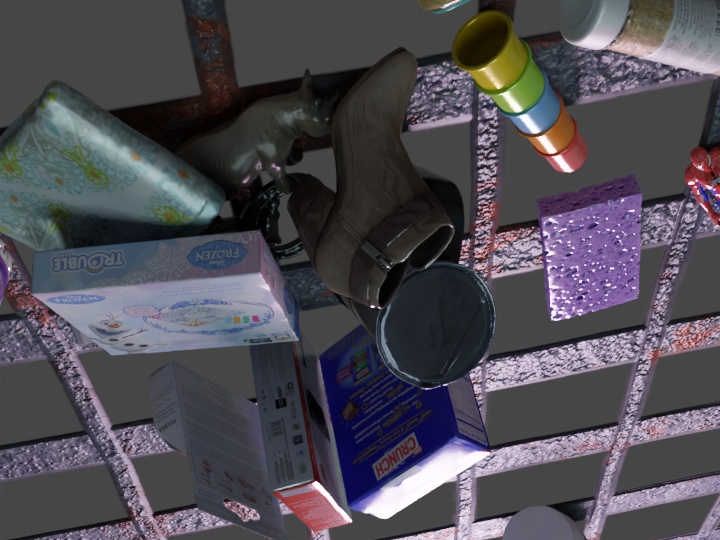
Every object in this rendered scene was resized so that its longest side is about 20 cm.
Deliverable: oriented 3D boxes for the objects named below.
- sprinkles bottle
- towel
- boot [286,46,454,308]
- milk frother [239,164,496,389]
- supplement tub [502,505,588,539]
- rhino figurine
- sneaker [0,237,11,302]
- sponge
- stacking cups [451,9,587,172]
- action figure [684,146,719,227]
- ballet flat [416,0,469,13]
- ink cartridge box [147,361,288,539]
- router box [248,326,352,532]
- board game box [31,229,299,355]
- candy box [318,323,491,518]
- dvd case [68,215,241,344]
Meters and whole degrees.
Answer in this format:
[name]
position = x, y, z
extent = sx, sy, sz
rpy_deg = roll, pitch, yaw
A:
[sprinkles bottle]
position = 0.269, -0.211, 0.853
extent = 0.196, 0.069, 0.069
rpy_deg = 7, 138, -23
[towel]
position = -0.235, -0.064, 0.853
extent = 0.170, 0.049, 0.199
rpy_deg = 31, 141, -30
[boot]
position = 0.026, -0.072, 0.837
extent = 0.202, 0.146, 0.070
rpy_deg = -56, 145, 9
[milk frother]
position = 0.000, 0.000, 0.933
extent = 0.196, 0.188, 0.184
rpy_deg = -13, 110, -12
[supplement tub]
position = 0.326, 0.491, 1.676
extent = 0.138, 0.142, 0.200
rpy_deg = -23, 141, 13
[rhino figurine]
position = -0.084, -0.113, 0.881
extent = 0.198, 0.060, 0.088
rpy_deg = -28, 136, 15
[sneaker]
position = -0.379, -0.025, 0.885
extent = 0.079, 0.084, 0.201
rpy_deg = -21, 140, 10
[sponge]
position = 0.260, -0.020, 1.119
extent = 0.109, 0.030, 0.201
rpy_deg = -15, 142, 3
[stacking cups]
position = 0.154, -0.150, 0.902
extent = 0.060, 0.061, 0.200
rpy_deg = -28, 139, 20
[action figure]
position = 0.405, -0.081, 1.073
extent = 0.065, 0.052, 0.199
rpy_deg = -31, 136, 28
[ballet flat]
position = 0.128, -0.261, 0.758
extent = 0.197, 0.069, 0.064
rpy_deg = -22, 128, 9
[ink cartridge box]
position = -0.166, 0.220, 1.151
extent = 0.057, 0.202, 0.162
rpy_deg = -32, 138, 20
[router box]
position = -0.068, 0.167, 1.099
extent = 0.048, 0.203, 0.180
rpy_deg = -15, 152, 5
[board game box]
position = -0.167, 0.026, 0.905
extent = 0.196, 0.044, 0.199
rpy_deg = -5, 161, 4
[candy box]
position = 0.045, 0.150, 1.126
extent = 0.168, 0.203, 0.076
rpy_deg = -37, 136, 29
[dvd case]
position = -0.212, 0.013, 1.028
extent = 0.196, 0.025, 0.152
rpy_deg = -7, 142, -6
